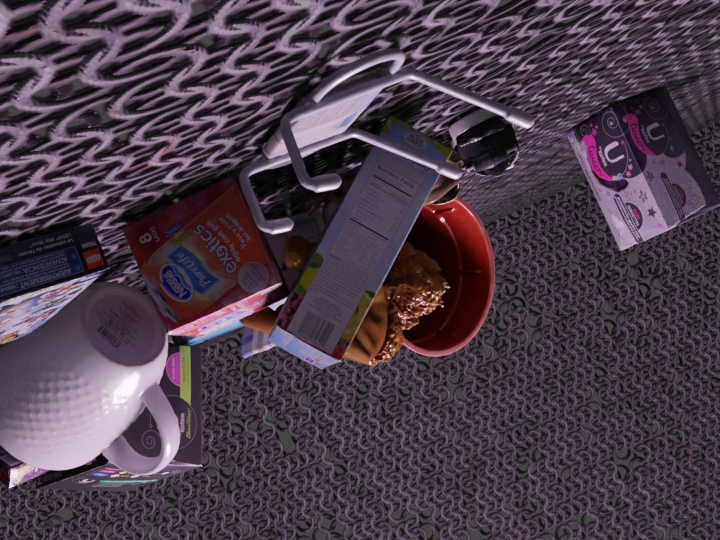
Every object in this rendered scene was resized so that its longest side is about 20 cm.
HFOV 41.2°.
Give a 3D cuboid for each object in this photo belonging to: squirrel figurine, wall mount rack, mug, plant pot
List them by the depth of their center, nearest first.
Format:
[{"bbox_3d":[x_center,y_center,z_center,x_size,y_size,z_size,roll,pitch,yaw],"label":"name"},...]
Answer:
[{"bbox_3d":[0.011,-0.088,0.665,0.173,0.075,0.200,-23,177,-23],"label":"wall mount rack"},{"bbox_3d":[-0.253,0.114,0.937,0.175,0.200,0.148,-39,179,38],"label":"mug"},{"bbox_3d":[0.000,0.000,1.026,0.141,0.188,0.199,11,172,43],"label":"squirrel figurine"},{"bbox_3d":[0.035,0.004,1.234,0.200,0.203,0.194,-21,-168,-36],"label":"plant pot"}]

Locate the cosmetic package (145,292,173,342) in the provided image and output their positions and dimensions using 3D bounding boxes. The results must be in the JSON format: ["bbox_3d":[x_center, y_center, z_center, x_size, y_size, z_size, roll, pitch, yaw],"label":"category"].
[{"bbox_3d":[-0.237,0.062,1.290,0.103,0.074,0.200,-25,177,19],"label":"cosmetic package"}]

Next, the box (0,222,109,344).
[{"bbox_3d":[-0.288,0.029,0.720,0.136,0.040,0.200,-20,175,-37],"label":"box"}]

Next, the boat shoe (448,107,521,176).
[{"bbox_3d":[0.136,-0.128,1.025,0.075,0.061,0.200,-25,176,17],"label":"boat shoe"}]

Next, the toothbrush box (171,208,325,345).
[{"bbox_3d":[-0.136,0.013,1.131,0.146,0.086,0.200,-20,175,-35],"label":"toothbrush box"}]

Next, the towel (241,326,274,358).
[{"bbox_3d":[-0.102,0.030,1.259,0.024,0.148,0.200,16,157,-28],"label":"towel"}]

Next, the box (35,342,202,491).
[{"bbox_3d":[-0.291,0.177,1.148,0.124,0.150,0.199,11,154,-38],"label":"box"}]

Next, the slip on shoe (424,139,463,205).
[{"bbox_3d":[0.084,-0.102,1.074,0.076,0.061,0.200,-24,177,8],"label":"slip on shoe"}]

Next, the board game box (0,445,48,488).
[{"bbox_3d":[-0.384,0.154,1.030,0.199,0.033,0.120,26,-149,31],"label":"board game box"}]

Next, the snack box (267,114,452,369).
[{"bbox_3d":[-0.006,-0.017,0.847,0.201,0.067,0.169,-63,-177,-10],"label":"snack box"}]

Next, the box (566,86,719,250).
[{"bbox_3d":[0.428,-0.154,1.452,0.131,0.201,0.115,-22,175,-29],"label":"box"}]

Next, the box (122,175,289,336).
[{"bbox_3d":[-0.125,-0.005,0.828,0.099,0.096,0.200,-25,177,-3],"label":"box"}]
